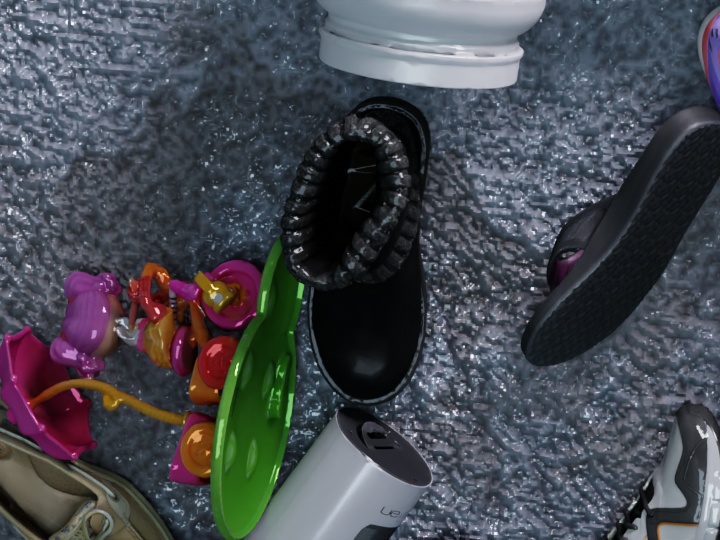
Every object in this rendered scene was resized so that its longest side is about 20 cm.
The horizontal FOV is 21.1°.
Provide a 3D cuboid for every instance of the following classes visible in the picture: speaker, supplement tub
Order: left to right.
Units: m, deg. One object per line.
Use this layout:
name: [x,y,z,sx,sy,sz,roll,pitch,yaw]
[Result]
speaker: [-0.039,0.189,1.292,0.081,0.081,0.201,35,105,-3]
supplement tub: [0.046,-0.218,1.144,0.144,0.145,0.202,8,105,5]

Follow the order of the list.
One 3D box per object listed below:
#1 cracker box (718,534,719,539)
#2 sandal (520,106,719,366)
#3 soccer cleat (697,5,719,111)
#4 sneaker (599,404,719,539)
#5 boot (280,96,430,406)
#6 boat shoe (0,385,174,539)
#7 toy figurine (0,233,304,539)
cracker box: [0.302,0.140,1.249,0.133,0.058,0.202,7,104,5]
sandal: [0.164,-0.024,1.224,0.075,0.048,0.201,12,121,-42]
soccer cleat: [0.265,-0.070,1.191,0.068,0.073,0.201,-25,100,12]
sneaker: [0.190,0.182,1.266,0.079,0.074,0.202,11,105,6]
boot: [-0.003,-0.001,1.197,0.079,0.158,0.213,2,104,6]
boat shoe: [-0.210,0.157,1.313,0.200,0.063,0.073,38,105,-4]
toy figurine: [-0.145,0.058,1.259,0.182,0.150,0.202,10,84,14]
